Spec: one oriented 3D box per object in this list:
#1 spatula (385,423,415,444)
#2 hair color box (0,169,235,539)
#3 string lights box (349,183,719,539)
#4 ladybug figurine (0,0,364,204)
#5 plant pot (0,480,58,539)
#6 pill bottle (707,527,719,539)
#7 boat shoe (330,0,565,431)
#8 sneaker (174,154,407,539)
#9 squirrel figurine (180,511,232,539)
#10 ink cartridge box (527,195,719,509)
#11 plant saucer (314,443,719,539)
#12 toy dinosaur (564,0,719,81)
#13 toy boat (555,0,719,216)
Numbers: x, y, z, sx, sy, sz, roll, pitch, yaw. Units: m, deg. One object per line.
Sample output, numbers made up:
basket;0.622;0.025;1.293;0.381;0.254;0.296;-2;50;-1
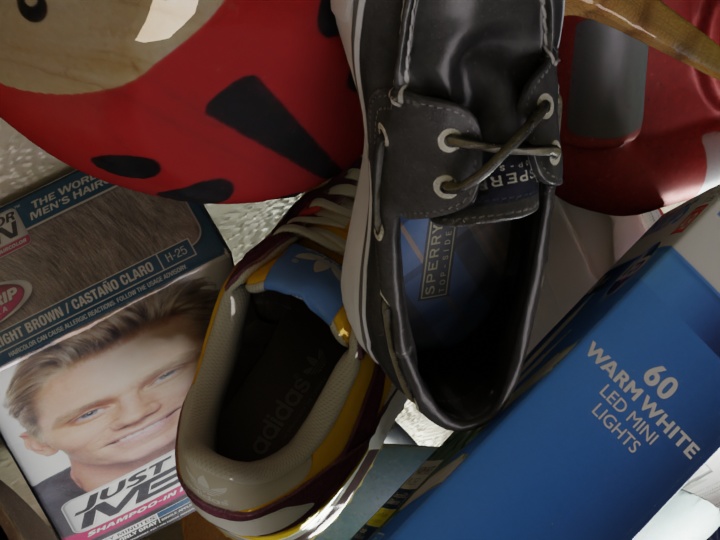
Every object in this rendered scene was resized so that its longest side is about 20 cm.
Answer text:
spatula;0.043;0.099;1.090;0.021;0.057;0.200;-41;151;12
hair color box;-0.094;0.037;0.803;0.100;0.061;0.200;-27;155;-9
string lights box;0.065;0.064;0.701;0.200;0.059;0.103;-46;180;-8
ladybug figurine;-0.045;-0.073;0.633;0.136;0.072;0.200;-37;155;13
plant pot;-0.176;0.149;0.807;0.187;0.187;0.200;-33;170;4
pill bottle;0.160;0.091;1.025;0.111;0.200;0.111;-25;155;-13
boat shoe;0.029;-0.032;0.607;0.070;0.066;0.200;-11;135;-20
sneaker;0.000;0.000;0.730;0.090;0.075;0.200;72;40;-70
squirrel figurine;-0.065;0.165;0.995;0.200;0.142;0.187;-27;149;-14
ink cartridge box;0.098;0.021;0.882;0.083;0.147;0.200;-26;156;11
plant saucer;0.044;0.108;0.844;0.200;0.039;0.201;6;165;1
toy dinosaur;0.061;-0.093;0.644;0.200;0.106;0.060;31;106;-17
toy boat;0.157;-0.082;0.742;0.200;0.131;0.131;-16;121;-30
